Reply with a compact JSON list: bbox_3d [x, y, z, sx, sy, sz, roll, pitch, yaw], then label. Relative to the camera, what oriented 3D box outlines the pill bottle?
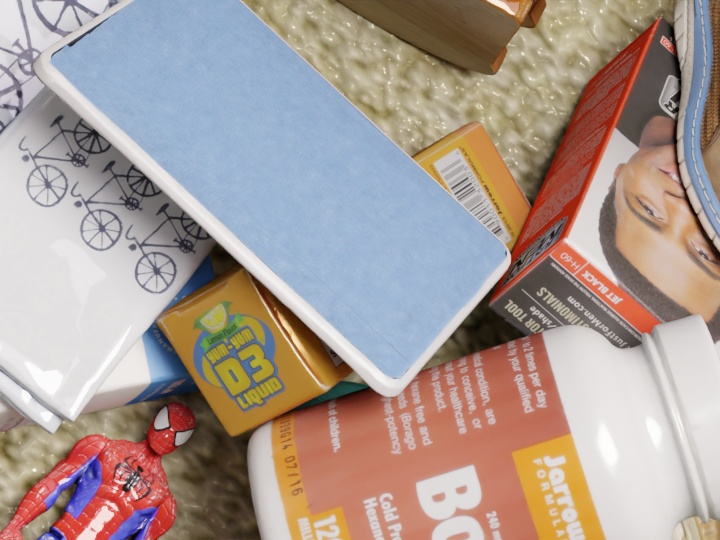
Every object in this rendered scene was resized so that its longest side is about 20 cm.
[{"bbox_3d":[0.061,0.089,0.862,0.199,0.112,0.113,-19,84,6],"label":"pill bottle"}]

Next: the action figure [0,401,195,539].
[{"bbox_3d":[-0.135,0.136,0.895,0.065,0.052,0.200,38,66,-4],"label":"action figure"}]

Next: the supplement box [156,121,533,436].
[{"bbox_3d":[0.000,0.000,0.921,0.200,0.066,0.069,-31,92,-50],"label":"supplement box"}]

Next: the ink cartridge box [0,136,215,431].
[{"bbox_3d":[-0.168,0.011,0.899,0.199,0.067,0.117,-11,81,-21],"label":"ink cartridge box"}]

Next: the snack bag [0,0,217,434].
[{"bbox_3d":[-0.147,-0.063,0.877,0.200,0.021,0.189,41,67,-5],"label":"snack bag"}]

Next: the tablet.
[{"bbox_3d":[-0.033,-0.043,0.863,0.200,0.014,0.130,43,39,2],"label":"tablet"}]

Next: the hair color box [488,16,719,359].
[{"bbox_3d":[0.140,-0.025,0.978,0.101,0.061,0.200,39,41,-10],"label":"hair color box"}]

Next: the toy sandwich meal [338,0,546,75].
[{"bbox_3d":[0.032,-0.156,0.944,0.204,0.205,0.071,27,87,-12],"label":"toy sandwich meal"}]

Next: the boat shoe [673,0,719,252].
[{"bbox_3d":[0.195,-0.079,0.966,0.072,0.072,0.201,21,46,-30],"label":"boat shoe"}]

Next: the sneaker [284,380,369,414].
[{"bbox_3d":[0.057,0.112,0.949,0.200,0.080,0.072,33,71,-10],"label":"sneaker"}]

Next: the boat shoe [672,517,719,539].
[{"bbox_3d":[0.160,0.130,0.992,0.073,0.069,0.201,-6,73,-42],"label":"boat shoe"}]
